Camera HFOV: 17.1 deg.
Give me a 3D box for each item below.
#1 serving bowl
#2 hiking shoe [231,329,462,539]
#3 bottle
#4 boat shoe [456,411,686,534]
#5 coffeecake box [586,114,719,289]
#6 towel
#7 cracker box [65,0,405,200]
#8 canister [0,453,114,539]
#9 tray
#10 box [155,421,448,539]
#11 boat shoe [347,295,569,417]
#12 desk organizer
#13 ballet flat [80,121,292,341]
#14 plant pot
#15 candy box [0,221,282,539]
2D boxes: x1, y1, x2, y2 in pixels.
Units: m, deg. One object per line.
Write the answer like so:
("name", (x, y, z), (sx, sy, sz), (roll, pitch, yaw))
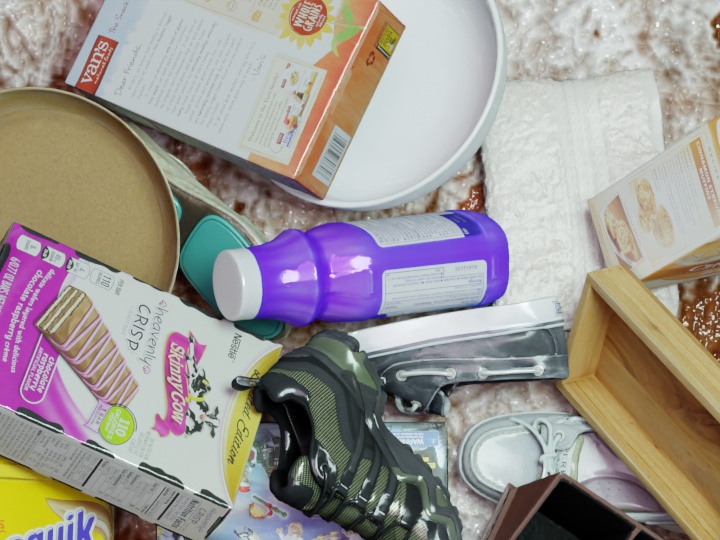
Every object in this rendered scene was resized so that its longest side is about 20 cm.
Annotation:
("serving bowl", (0.014, -0.132, 1.662), (0.199, 0.066, 0.201), (-6, 74, 21))
("hiking shoe", (-0.010, 0.143, 1.556), (0.100, 0.076, 0.201), (-25, 80, -31))
("bottle", (0.000, 0.000, 1.604), (0.199, 0.083, 0.066), (-7, 103, -29))
("boat shoe", (0.166, 0.137, 1.620), (0.201, 0.065, 0.075), (13, 79, 2))
("coffeecake box", (0.265, -0.055, 1.570), (0.153, 0.200, 0.073), (-12, 79, -24))
("towel", (0.151, -0.041, 1.673), (0.132, 0.034, 0.201), (-5, 78, -2))
("cracker box", (-0.087, -0.147, 1.639), (0.199, 0.058, 0.134), (24, 85, 26))
("canister", (-0.231, 0.214, 1.574), (0.148, 0.086, 0.201), (7, 79, -33))
("tray", (0.205, 0.096, 1.553), (0.037, 0.099, 0.200), (-13, 44, -30))
("box", (-0.039, 0.172, 1.626), (0.199, 0.040, 0.138), (-1, 79, -1))
("boat shoe", (0.043, 0.067, 1.625), (0.199, 0.072, 0.068), (-10, 86, 8))
("desk organizer", (0.177, 0.214, 1.563), (0.200, 0.077, 0.072), (34, 66, -12))
("ballet flat", (-0.109, -0.035, 1.657), (0.200, 0.062, 0.067), (44, 123, 6))
("plant pot", (-0.215, -0.027, 1.639), (0.199, 0.027, 0.201), (2, 101, 12))
("candy box", (-0.164, 0.073, 1.558), (0.199, 0.061, 0.137), (25, 52, -13))
